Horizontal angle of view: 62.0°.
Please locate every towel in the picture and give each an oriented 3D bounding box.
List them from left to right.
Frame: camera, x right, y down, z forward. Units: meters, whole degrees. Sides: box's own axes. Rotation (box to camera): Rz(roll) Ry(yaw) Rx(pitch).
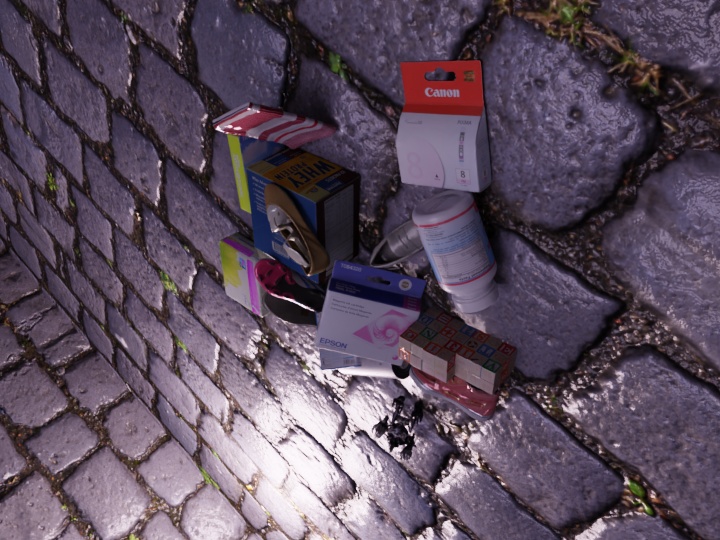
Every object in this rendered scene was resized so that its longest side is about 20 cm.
[{"bbox_3d":[-0.165,-0.276,1.157,0.144,0.199,0.023,-6,82,48],"label":"towel"}]

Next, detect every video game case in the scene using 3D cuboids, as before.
[{"bbox_3d":[-0.055,0.123,1.369,0.143,0.018,0.201,-18,76,52],"label":"video game case"}]

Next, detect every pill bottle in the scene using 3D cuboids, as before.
[{"bbox_3d":[0.172,-0.032,1.043,0.108,0.109,0.201,1,124,46],"label":"pill bottle"}]

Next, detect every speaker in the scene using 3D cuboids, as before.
[{"bbox_3d":[0.030,0.208,1.402,0.199,0.081,0.082,-7,113,48],"label":"speaker"}]

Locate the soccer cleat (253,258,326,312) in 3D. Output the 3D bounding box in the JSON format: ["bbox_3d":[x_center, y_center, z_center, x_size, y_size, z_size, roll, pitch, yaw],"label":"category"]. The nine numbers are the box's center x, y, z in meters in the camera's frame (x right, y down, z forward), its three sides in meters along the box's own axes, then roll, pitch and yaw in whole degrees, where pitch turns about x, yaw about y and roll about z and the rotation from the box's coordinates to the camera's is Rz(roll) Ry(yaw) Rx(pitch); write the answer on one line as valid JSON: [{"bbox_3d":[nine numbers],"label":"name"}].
[{"bbox_3d":[-0.161,0.031,1.344,0.200,0.070,0.086,34,-176,-28],"label":"soccer cleat"}]

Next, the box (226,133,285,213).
[{"bbox_3d":[-0.215,-0.236,1.286,0.048,0.122,0.201,26,134,34],"label":"box"}]

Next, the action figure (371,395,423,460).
[{"bbox_3d":[0.088,0.397,1.470,0.118,0.102,0.201,26,134,14],"label":"action figure"}]

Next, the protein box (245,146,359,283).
[{"bbox_3d":[-0.118,-0.121,1.262,0.198,0.135,0.201,28,135,29],"label":"protein box"}]

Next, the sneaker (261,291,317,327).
[{"bbox_3d":[-0.170,0.101,1.464,0.199,0.075,0.106,24,161,-34],"label":"sneaker"}]

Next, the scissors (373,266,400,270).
[{"bbox_3d":[0.000,0.000,1.263,0.200,0.073,0.014,1,92,58],"label":"scissors"}]

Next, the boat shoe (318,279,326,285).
[{"bbox_3d":[-0.145,-0.047,1.403,0.200,0.066,0.074,40,137,7],"label":"boat shoe"}]

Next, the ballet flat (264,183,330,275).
[{"bbox_3d":[-0.133,-0.077,1.150,0.200,0.063,0.069,52,141,0],"label":"ballet flat"}]

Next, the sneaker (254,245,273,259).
[{"bbox_3d":[-0.189,-0.012,1.486,0.200,0.067,0.090,48,162,-6],"label":"sneaker"}]

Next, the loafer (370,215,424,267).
[{"bbox_3d":[0.087,-0.054,1.151,0.070,0.070,0.200,52,142,2],"label":"loafer"}]

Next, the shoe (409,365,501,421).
[{"bbox_3d":[0.198,0.229,1.255,0.199,0.071,0.091,28,134,22],"label":"shoe"}]

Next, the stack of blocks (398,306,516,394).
[{"bbox_3d":[0.187,0.161,1.174,0.199,0.115,0.059,25,134,31],"label":"stack of blocks"}]

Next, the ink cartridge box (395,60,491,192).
[{"bbox_3d":[0.128,-0.235,0.990,0.162,0.057,0.201,15,133,40],"label":"ink cartridge box"}]

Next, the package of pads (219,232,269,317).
[{"bbox_3d":[-0.304,0.011,1.612,0.154,0.068,0.201,28,135,29],"label":"package of pads"}]

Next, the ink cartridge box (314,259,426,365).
[{"bbox_3d":[0.018,0.091,1.239,0.195,0.043,0.201,13,119,-4],"label":"ink cartridge box"}]
